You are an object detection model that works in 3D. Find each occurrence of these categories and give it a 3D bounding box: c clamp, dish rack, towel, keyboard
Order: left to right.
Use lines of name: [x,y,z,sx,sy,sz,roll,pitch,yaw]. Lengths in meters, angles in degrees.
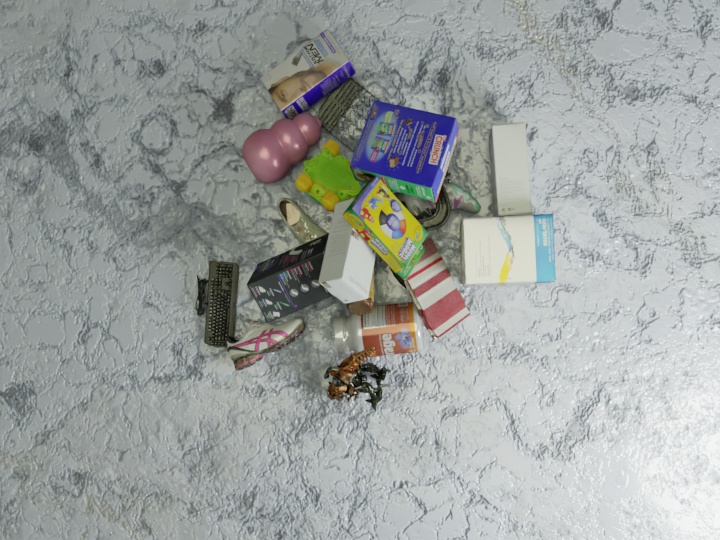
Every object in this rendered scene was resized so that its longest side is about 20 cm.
keyboard: [-0.348,0.080,1.774,0.102,0.040,0.205,3,87,6]
dish rack: [-0.002,-0.353,1.741,0.199,0.055,0.154,39,92,7]
c clamp: [0.120,-0.167,1.672,0.196,0.027,0.174,-18,85,11]
towel: [0.162,0.039,1.675,0.023,0.143,0.203,-27,90,47]

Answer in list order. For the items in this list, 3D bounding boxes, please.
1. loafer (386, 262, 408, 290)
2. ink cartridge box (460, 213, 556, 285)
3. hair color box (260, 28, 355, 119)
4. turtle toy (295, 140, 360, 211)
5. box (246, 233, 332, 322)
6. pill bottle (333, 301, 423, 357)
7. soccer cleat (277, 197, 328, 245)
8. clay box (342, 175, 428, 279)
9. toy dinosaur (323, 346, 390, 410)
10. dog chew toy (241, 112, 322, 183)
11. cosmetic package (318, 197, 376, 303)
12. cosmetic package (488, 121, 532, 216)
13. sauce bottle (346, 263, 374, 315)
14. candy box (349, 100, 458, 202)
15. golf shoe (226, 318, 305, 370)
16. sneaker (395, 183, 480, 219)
loafer: [0.089,-0.025,1.709,0.073,0.071,0.200,-42,84,4]
ink cartridge box: [0.320,-0.042,1.644,0.195,0.147,0.148,-2,88,6]
hair color box: [-0.123,-0.457,1.744,0.198,0.065,0.110,-36,70,6]
turtle toy: [-0.052,-0.191,1.714,0.198,0.101,0.147,35,69,9]
box: [-0.139,0.017,1.684,0.197,0.123,0.107,-22,110,15]
pill bottle: [0.042,0.137,1.689,0.195,0.112,0.115,-7,87,7]
soccer cleat: [-0.125,-0.089,1.734,0.069,0.078,0.200,-44,84,3]
clay box: [0.064,-0.090,1.600,0.200,0.047,0.116,45,54,-13]
toy dinosaur: [-0.010,0.242,1.672,0.134,0.200,0.104,24,63,-7]
dog chew toy: [-0.176,-0.293,1.732,0.198,0.125,0.126,-34,85,-4]
cosmetic package: [-0.019,-0.044,1.613,0.073,0.101,0.204,-12,56,34]
cosmetic package: [0.334,-0.219,1.668,0.079,0.113,0.205,-3,90,6]
sauce bottle: [0.000,0.000,1.684,0.064,0.066,0.204,-4,58,6]
candy box: [0.098,-0.262,1.627,0.196,0.077,0.172,17,77,20]
golf shoe: [-0.224,0.153,1.740,0.197,0.073,0.093,-28,84,5]
sneaker: [0.166,-0.140,1.708,0.198,0.078,0.142,29,93,16]
